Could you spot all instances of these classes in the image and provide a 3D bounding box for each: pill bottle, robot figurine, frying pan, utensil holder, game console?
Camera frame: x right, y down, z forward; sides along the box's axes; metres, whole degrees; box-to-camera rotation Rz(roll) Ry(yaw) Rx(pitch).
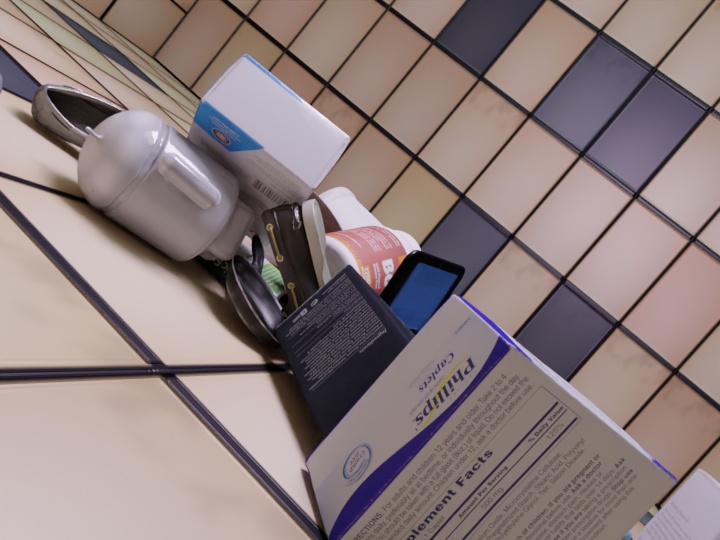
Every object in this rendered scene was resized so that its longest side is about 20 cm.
[{"bbox_3d":[0.000,0.000,0.992,0.112,0.112,0.200,42,28,19],"label":"pill bottle"},{"bbox_3d":[-0.208,-0.087,0.795,0.200,0.113,0.169,38,-24,-31],"label":"robot figurine"},{"bbox_3d":[-0.122,0.009,0.830,0.115,0.031,0.191,50,10,-54],"label":"frying pan"},{"bbox_3d":[-0.012,-0.009,1.260,0.200,0.170,0.170,45,7,18],"label":"utensil holder"},{"bbox_3d":[0.084,0.086,0.980,0.200,0.116,0.177,14,54,-62],"label":"game console"}]

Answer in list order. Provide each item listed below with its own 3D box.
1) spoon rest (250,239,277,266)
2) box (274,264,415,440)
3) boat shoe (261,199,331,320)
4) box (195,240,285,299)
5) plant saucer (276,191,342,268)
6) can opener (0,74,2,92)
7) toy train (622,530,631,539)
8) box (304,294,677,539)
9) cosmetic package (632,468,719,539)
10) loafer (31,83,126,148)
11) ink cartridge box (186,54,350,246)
[{"bbox_3d":[-0.148,-0.060,1.115,0.200,0.061,0.099,32,1,35],"label":"spoon rest"},{"bbox_3d":[0.022,0.111,0.717,0.149,0.107,0.200,48,1,-28],"label":"box"},{"bbox_3d":[-0.059,0.025,0.821,0.072,0.060,0.202,-84,166,-72],"label":"boat shoe"},{"bbox_3d":[-0.177,-0.028,0.957,0.200,0.036,0.144,39,6,1],"label":"box"},{"bbox_3d":[-0.092,-0.041,1.153,0.200,0.034,0.201,32,-41,33],"label":"plant saucer"},{"bbox_3d":[-0.407,-0.188,0.656,0.200,0.053,0.067,34,41,-55],"label":"can opener"},{"bbox_3d":[0.212,0.281,0.778,0.200,0.055,0.151,35,49,-37],"label":"toy train"},{"bbox_3d":[0.094,0.152,0.575,0.200,0.184,0.105,38,7,-25],"label":"box"},{"bbox_3d":[0.496,0.425,1.064,0.165,0.200,0.165,41,5,1],"label":"cosmetic package"},{"bbox_3d":[-0.292,-0.159,0.911,0.199,0.070,0.070,24,-16,-25],"label":"loafer"},{"bbox_3d":[-0.120,-0.127,0.870,0.146,0.086,0.200,38,-24,-8],"label":"ink cartridge box"}]
